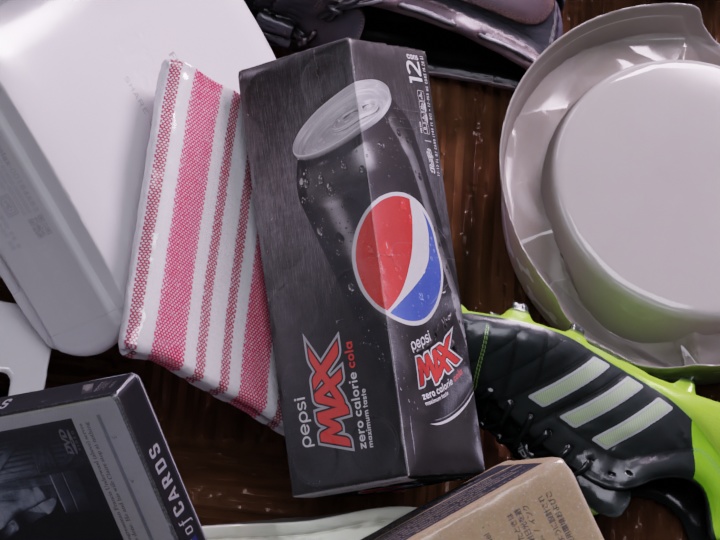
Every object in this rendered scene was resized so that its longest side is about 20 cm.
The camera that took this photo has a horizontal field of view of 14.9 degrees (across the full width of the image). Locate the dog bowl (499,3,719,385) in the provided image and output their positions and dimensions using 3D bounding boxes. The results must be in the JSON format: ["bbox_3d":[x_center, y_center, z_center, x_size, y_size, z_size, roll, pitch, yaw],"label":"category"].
[{"bbox_3d":[0.161,-0.033,1.374,0.200,0.059,0.200,3,66,-8],"label":"dog bowl"}]

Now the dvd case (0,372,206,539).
[{"bbox_3d":[-0.151,0.127,1.170,0.025,0.200,0.150,-46,119,-55],"label":"dvd case"}]

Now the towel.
[{"bbox_3d":[-0.036,0.007,1.283,0.200,0.030,0.147,30,56,-41],"label":"towel"}]

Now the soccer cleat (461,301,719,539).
[{"bbox_3d":[0.096,0.072,1.302,0.200,0.068,0.081,21,70,-14],"label":"soccer cleat"}]

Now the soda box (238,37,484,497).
[{"bbox_3d":[0.000,0.000,1.246,0.063,0.071,0.200,2,77,-54],"label":"soda box"}]

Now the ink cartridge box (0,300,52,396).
[{"bbox_3d":[-0.248,0.063,1.270,0.200,0.067,0.116,10,64,-3],"label":"ink cartridge box"}]

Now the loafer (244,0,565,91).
[{"bbox_3d":[0.008,-0.128,1.394,0.200,0.072,0.063,3,70,-10],"label":"loafer"}]

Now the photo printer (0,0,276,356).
[{"bbox_3d":[-0.110,-0.074,1.296,0.200,0.069,0.167,-41,105,-50],"label":"photo printer"}]

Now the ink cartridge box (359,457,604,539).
[{"bbox_3d":[0.054,0.206,1.209,0.165,0.075,0.200,-27,95,-17],"label":"ink cartridge box"}]

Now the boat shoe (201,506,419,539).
[{"bbox_3d":[-0.016,0.145,1.263,0.201,0.060,0.072,3,82,-18],"label":"boat shoe"}]
